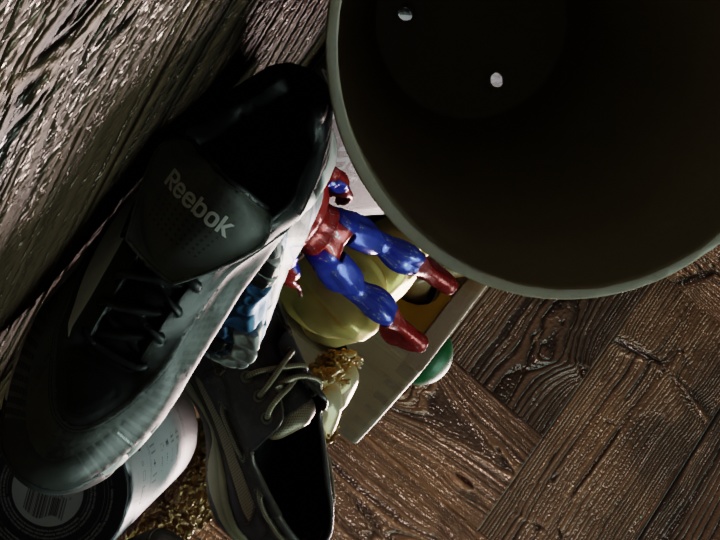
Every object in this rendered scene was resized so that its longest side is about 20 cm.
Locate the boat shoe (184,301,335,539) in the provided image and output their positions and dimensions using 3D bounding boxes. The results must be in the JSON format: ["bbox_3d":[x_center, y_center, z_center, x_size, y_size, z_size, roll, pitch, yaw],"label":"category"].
[{"bbox_3d":[-0.050,0.065,1.038,0.073,0.201,0.074,15,-142,43],"label":"boat shoe"}]

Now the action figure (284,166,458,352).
[{"bbox_3d":[-0.015,-0.015,1.020,0.066,0.052,0.200,-58,147,-4],"label":"action figure"}]

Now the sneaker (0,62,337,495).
[{"bbox_3d":[-0.072,-0.006,0.736,0.200,0.066,0.091,-54,178,-20],"label":"sneaker"}]

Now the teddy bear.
[{"bbox_3d":[-0.083,0.107,1.191,0.200,0.067,0.145,-33,-171,33],"label":"teddy bear"}]

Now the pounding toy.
[{"bbox_3d":[0.025,0.003,1.405,0.142,0.200,0.184,-51,179,43],"label":"pounding toy"}]

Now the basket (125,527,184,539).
[{"bbox_3d":[-0.162,0.221,0.964,0.199,0.137,0.180,-27,174,9],"label":"basket"}]

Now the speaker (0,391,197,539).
[{"bbox_3d":[-0.137,0.096,0.999,0.081,0.081,0.200,-50,179,6],"label":"speaker"}]

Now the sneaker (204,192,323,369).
[{"bbox_3d":[-0.052,-0.019,0.909,0.087,0.075,0.200,-56,-178,-26],"label":"sneaker"}]

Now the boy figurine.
[{"bbox_3d":[0.000,0.000,1.188,0.124,0.064,0.200,-47,179,26],"label":"boy figurine"}]

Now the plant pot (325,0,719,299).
[{"bbox_3d":[0.066,-0.098,0.798,0.188,0.187,0.200,-50,-168,2],"label":"plant pot"}]

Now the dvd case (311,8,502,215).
[{"bbox_3d":[0.032,-0.088,1.055,0.199,0.025,0.150,-6,142,-52],"label":"dvd case"}]

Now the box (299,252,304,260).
[{"bbox_3d":[-0.085,0.015,1.230,0.200,0.049,0.082,-50,179,24],"label":"box"}]
